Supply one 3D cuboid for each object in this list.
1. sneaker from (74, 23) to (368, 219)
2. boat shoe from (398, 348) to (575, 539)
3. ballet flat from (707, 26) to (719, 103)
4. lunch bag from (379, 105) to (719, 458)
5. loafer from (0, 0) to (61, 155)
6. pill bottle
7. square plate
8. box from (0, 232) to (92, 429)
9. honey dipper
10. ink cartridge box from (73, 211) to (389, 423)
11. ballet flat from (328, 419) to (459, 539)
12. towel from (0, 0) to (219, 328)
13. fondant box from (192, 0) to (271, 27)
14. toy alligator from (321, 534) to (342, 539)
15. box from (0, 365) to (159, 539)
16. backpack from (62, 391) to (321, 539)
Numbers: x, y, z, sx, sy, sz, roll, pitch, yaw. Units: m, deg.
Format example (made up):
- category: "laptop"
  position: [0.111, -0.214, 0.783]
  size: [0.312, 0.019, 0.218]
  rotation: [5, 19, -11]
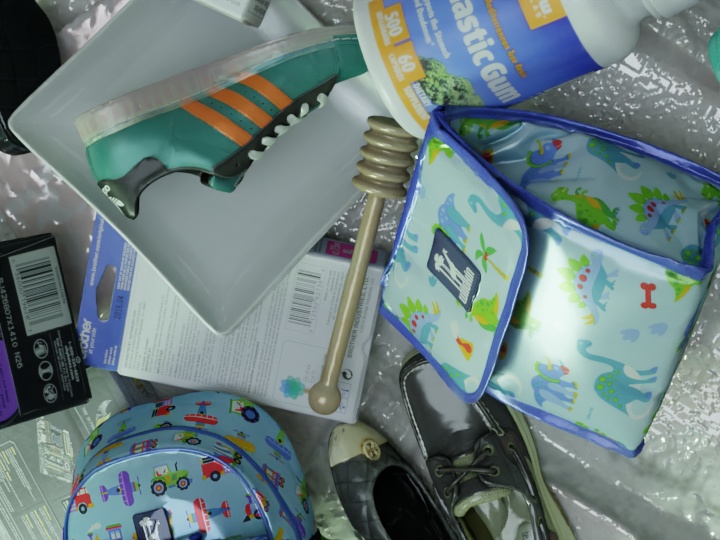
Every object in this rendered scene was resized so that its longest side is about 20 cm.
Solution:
- category: "sneaker"
  position: [-0.076, -0.094, 1.446]
  size: [0.199, 0.071, 0.080]
  rotation: [-21, 89, -5]
- category: "boat shoe"
  position: [0.086, 0.144, 1.534]
  size: [0.071, 0.066, 0.202]
  rotation: [-26, 97, 21]
- category: "ballet flat"
  position: [0.263, -0.071, 1.385]
  size: [0.070, 0.067, 0.201]
  rotation: [-7, 119, 39]
- category: "lunch bag"
  position: [0.117, -0.001, 1.432]
  size: [0.199, 0.128, 0.171]
  rotation: [24, 132, 10]
- category: "loafer"
  position: [-0.255, -0.164, 1.528]
  size: [0.072, 0.073, 0.201]
  rotation: [-30, 70, 41]
- category: "pill bottle"
  position: [0.105, -0.167, 1.416]
  size: [0.199, 0.112, 0.113]
  rotation: [-22, 99, 21]
- category: "square plate"
  position: [-0.093, -0.093, 1.489]
  size: [0.200, 0.028, 0.198]
  rotation: [45, 78, -4]
- category: "box"
  position: [-0.297, 0.053, 1.555]
  size: [0.199, 0.106, 0.123]
  rotation: [-9, 94, 39]
- category: "honey dipper"
  position: [0.000, 0.000, 1.486]
  size: [0.038, 0.038, 0.201]
  rotation: [16, 103, 11]
- category: "ink cartridge box"
  position: [-0.088, 0.025, 1.540]
  size: [0.199, 0.042, 0.120]
  rotation: [11, 113, -3]
- category: "ballet flat"
  position: [0.045, 0.183, 1.541]
  size: [0.201, 0.066, 0.057]
  rotation: [56, 142, 12]
- category: "towel"
  position: [-0.162, -0.080, 1.559]
  size: [0.199, 0.032, 0.192]
  rotation: [-29, 95, 20]
- category: "fondant box"
  position: [-0.094, -0.275, 1.443]
  size: [0.144, 0.058, 0.201]
  rotation: [24, 93, 8]
- category: "toy alligator"
  position: [0.048, 0.242, 1.582]
  size: [0.200, 0.059, 0.054]
  rotation: [45, 70, 1]
- category: "box"
  position: [-0.191, 0.172, 1.629]
  size: [0.158, 0.048, 0.201]
  rotation: [-26, 97, 19]
- category: "backpack"
  position: [-0.115, 0.190, 1.520]
  size: [0.181, 0.135, 0.201]
  rotation: [-13, 98, 14]
